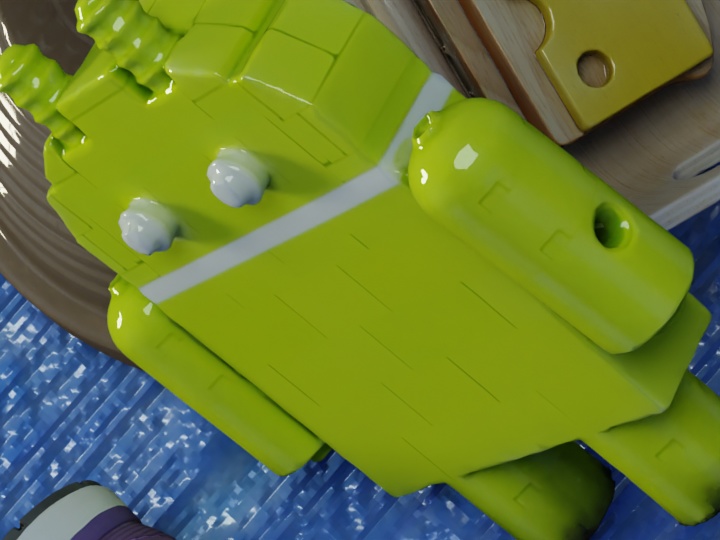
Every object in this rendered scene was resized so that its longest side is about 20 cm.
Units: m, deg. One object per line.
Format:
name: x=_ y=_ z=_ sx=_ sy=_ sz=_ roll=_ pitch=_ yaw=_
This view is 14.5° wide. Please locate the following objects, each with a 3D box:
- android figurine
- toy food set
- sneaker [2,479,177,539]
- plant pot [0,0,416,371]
android figurine: x=0.000 y=0.000 z=0.692 sx=0.182 sy=0.200 sz=0.041 roll=-21 pitch=34 yaw=54
toy food set: x=0.056 y=-0.113 z=0.720 sx=0.143 sy=0.060 sz=0.200 roll=-31 pitch=89 yaw=-21
sneaker: x=-0.099 y=0.159 z=0.747 sx=0.087 sy=0.076 sz=0.200 roll=35 pitch=87 yaw=18
plant pot: x=-0.039 y=-0.074 z=0.784 sx=0.200 sy=0.093 sz=0.202 roll=-5 pitch=74 yaw=18
